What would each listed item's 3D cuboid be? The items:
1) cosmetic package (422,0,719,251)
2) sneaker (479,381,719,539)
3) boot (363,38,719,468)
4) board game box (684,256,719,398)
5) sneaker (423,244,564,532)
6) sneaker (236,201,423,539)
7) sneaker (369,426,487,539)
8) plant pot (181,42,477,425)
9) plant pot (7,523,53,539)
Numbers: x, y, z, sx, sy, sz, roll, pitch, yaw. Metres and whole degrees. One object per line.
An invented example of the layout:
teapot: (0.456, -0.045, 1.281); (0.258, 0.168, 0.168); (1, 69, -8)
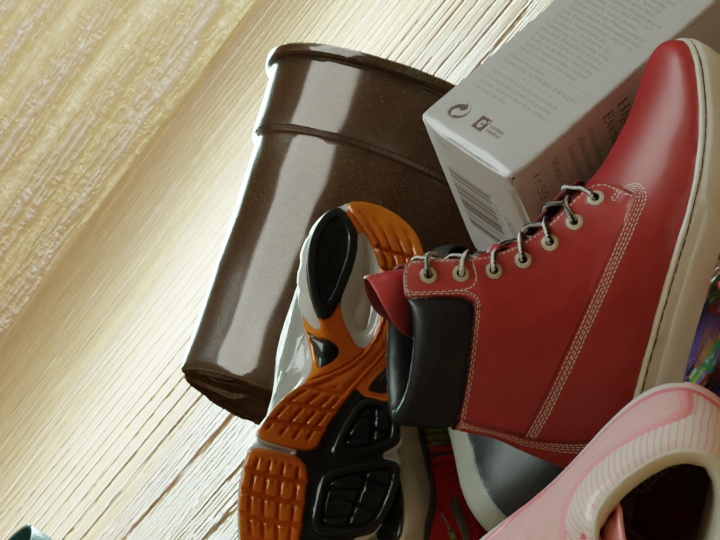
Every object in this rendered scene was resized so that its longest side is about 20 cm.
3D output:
cosmetic package: (0.133, -0.087, 1.370); (0.200, 0.102, 0.074); (-41, 49, -14)
sneaker: (0.085, 0.136, 1.180); (0.200, 0.075, 0.105); (-51, 6, 8)
boot: (0.081, -0.019, 1.269); (0.072, 0.144, 0.200); (172, 113, -77)
board game box: (0.185, -0.019, 1.277); (0.200, 0.039, 0.158); (-40, 20, 55)
sneaker: (0.090, 0.038, 1.405); (0.106, 0.075, 0.200); (-45, 38, 23)
sneaker: (-0.015, 0.072, 1.420); (0.092, 0.076, 0.200); (116, 171, -68)
sneaker: (0.036, 0.104, 1.455); (0.077, 0.085, 0.200); (-43, 29, 37)
plant pot: (0.000, 0.000, 1.679); (0.198, 0.200, 0.200); (-67, 13, -13)
plant pot: (-0.215, 0.287, 1.906); (0.200, 0.135, 0.200); (-54, 11, 15)
